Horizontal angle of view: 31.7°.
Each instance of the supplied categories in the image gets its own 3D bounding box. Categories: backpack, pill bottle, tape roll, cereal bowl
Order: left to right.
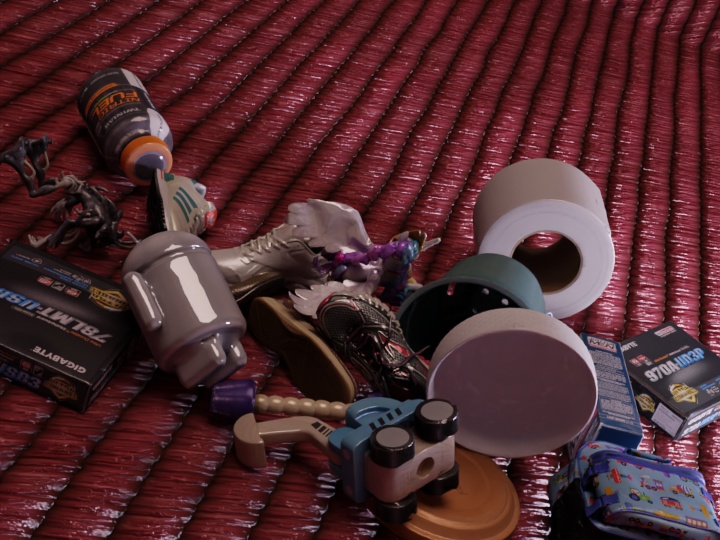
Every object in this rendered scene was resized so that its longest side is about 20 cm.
[{"bbox_3d":[-0.339,-0.205,1.854,0.106,0.107,0.200,0,35,-32],"label":"pill bottle"},{"bbox_3d":[0.175,0.119,1.471,0.199,0.201,0.084,17,38,-6],"label":"cereal bowl"},{"bbox_3d":[0.267,-0.046,1.871,0.201,0.204,0.139,17,30,-7],"label":"tape roll"},{"bbox_3d":[0.307,0.271,1.446,0.181,0.135,0.200,17,27,-7],"label":"backpack"}]

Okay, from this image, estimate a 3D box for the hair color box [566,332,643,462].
[{"bbox_3d":[0.303,0.180,1.623,0.060,0.100,0.200,15,30,-6],"label":"hair color box"}]

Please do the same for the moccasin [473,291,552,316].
[{"bbox_3d":[0.216,0.084,1.758,0.199,0.069,0.081,24,30,5],"label":"moccasin"}]

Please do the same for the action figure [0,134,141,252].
[{"bbox_3d":[-0.381,-0.082,1.638,0.200,0.102,0.119,45,20,-9],"label":"action figure"}]

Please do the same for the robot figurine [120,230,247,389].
[{"bbox_3d":[-0.206,0.038,1.465,0.169,0.113,0.201,13,45,-61],"label":"robot figurine"}]

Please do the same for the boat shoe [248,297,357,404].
[{"bbox_3d":[-0.058,0.097,1.570,0.072,0.073,0.200,-7,36,-42],"label":"boat shoe"}]

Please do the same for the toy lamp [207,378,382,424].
[{"bbox_3d":[-0.075,0.158,1.458,0.199,0.059,0.058,7,32,-11],"label":"toy lamp"}]

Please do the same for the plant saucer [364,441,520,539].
[{"bbox_3d":[0.091,0.245,1.455,0.199,0.032,0.201,15,31,-9],"label":"plant saucer"}]

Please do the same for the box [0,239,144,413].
[{"bbox_3d":[-0.361,0.059,1.466,0.199,0.050,0.199,23,28,4],"label":"box"}]

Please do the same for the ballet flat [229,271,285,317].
[{"bbox_3d":[-0.171,0.039,1.601,0.046,0.068,0.200,41,41,19],"label":"ballet flat"}]

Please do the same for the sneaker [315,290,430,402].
[{"bbox_3d":[0.028,0.103,1.525,0.200,0.081,0.075,42,19,-1],"label":"sneaker"}]

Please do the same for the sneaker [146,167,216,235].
[{"bbox_3d":[-0.238,-0.072,1.731,0.093,0.071,0.200,8,32,-19],"label":"sneaker"}]

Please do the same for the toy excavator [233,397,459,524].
[{"bbox_3d":[-0.014,0.191,1.394,0.194,0.100,0.200,-25,35,-32],"label":"toy excavator"}]

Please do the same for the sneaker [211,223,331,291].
[{"bbox_3d":[-0.121,-0.026,1.698,0.199,0.100,0.078,-2,36,-34],"label":"sneaker"}]

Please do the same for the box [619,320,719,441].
[{"bbox_3d":[0.445,0.154,1.807,0.199,0.046,0.159,-14,45,-44],"label":"box"}]

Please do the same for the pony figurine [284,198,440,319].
[{"bbox_3d":[0.000,0.000,1.635,0.192,0.200,0.168,-3,67,-5],"label":"pony figurine"}]

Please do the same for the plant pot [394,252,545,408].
[{"bbox_3d":[0.152,0.075,1.630,0.199,0.201,0.196,24,21,7],"label":"plant pot"}]
